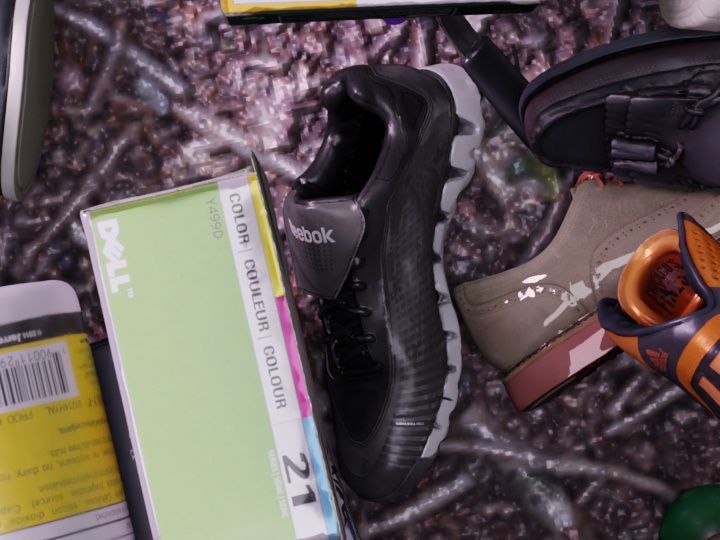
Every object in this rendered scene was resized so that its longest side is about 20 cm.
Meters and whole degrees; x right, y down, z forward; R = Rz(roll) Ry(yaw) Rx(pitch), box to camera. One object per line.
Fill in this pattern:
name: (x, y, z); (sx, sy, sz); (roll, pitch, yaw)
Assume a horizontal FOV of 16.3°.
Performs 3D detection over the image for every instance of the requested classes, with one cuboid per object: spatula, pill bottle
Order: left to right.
pill bottle: (-0.144, 0.111, 0.988); (0.111, 0.111, 0.200); (-13, 87, -1)
spatula: (0.045, -0.103, 1.085); (0.021, 0.200, 0.057); (32, 80, 43)

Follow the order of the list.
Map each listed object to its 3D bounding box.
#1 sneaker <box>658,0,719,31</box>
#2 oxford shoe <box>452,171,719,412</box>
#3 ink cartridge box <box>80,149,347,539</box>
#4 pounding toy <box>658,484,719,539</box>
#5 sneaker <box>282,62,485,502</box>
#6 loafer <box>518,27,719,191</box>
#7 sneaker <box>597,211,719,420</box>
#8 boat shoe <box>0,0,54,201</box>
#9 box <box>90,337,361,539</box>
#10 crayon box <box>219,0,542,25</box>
sneaker: (0.177, -0.145, 1.064); (0.111, 0.200, 0.077); (-1, 102, -2)
oxford shoe: (0.132, -0.022, 1.122); (0.200, 0.070, 0.075); (-36, 81, -4)
ink cartridge box: (-0.056, 0.038, 0.948); (0.076, 0.200, 0.148); (-13, 87, -2)
pounding toy: (0.169, 0.168, 1.078); (0.184, 0.142, 0.200); (-31, 89, -2)
sneaker: (0.000, 0.000, 1.104); (0.090, 0.066, 0.200); (12, 82, -45)
loafer: (0.168, -0.065, 1.071); (0.200, 0.072, 0.063); (-7, 56, 7)
sneaker: (0.166, 0.021, 1.061); (0.112, 0.200, 0.078); (40, 100, 9)
boat shoe: (-0.172, -0.130, 1.119); (0.066, 0.075, 0.200); (1, 87, 2)
box: (-0.091, 0.128, 1.095); (0.182, 0.104, 0.200); (-18, 88, -3)
crayon box: (0.005, -0.200, 0.986); (0.126, 0.052, 0.200); (-2, 91, -1)
